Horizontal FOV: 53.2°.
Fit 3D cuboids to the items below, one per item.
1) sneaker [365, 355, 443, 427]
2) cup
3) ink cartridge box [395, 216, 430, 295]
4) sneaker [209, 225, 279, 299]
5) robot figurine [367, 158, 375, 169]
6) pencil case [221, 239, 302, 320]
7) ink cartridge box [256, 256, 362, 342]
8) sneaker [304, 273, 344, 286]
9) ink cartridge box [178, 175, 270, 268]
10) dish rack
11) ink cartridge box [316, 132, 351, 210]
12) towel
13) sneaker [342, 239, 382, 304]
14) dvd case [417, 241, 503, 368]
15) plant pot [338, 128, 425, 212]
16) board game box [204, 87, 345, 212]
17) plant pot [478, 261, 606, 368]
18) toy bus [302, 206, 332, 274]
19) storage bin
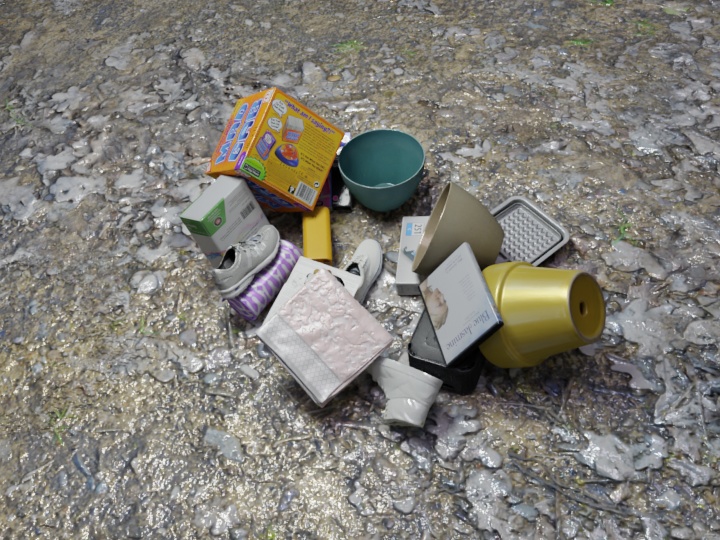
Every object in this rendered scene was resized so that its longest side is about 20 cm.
[{"bbox_3d":[0.055,0.230,1.362,0.200,0.074,0.116,15,79,48],"label":"sneaker"},{"bbox_3d":[0.208,-0.064,1.471,0.143,0.200,0.201,22,54,-3],"label":"cup"},{"bbox_3d":[0.173,-0.035,1.584,0.176,0.045,0.200,1,51,10],"label":"ink cartridge box"},{"bbox_3d":[-0.241,-0.034,1.520,0.075,0.082,0.200,-1,43,38],"label":"sneaker"},{"bbox_3d":[-0.061,-0.281,1.810,0.199,0.058,0.145,-4,53,4],"label":"robot figurine"},{"bbox_3d":[-0.208,0.016,1.571,0.085,0.084,0.200,37,59,-2],"label":"pencil case"},{"bbox_3d":[-0.100,0.085,1.495,0.161,0.050,0.200,19,69,23],"label":"ink cartridge box"},{"bbox_3d":[-0.069,0.093,1.417,0.090,0.066,0.201,-7,61,18],"label":"sneaker"},{"bbox_3d":[-0.283,-0.086,1.588,0.084,0.200,0.145,13,52,40],"label":"ink cartridge box"},{"bbox_3d":[0.336,-0.064,1.576,0.200,0.044,0.172,-35,59,-19],"label":"dish rack"},{"bbox_3d":[-0.070,-0.244,1.744,0.094,0.037,0.201,-2,76,6],"label":"ink cartridge box"},{"bbox_3d":[-0.070,0.124,1.361,0.191,0.032,0.200,-42,79,-11],"label":"towel"},{"bbox_3d":[0.000,0.000,1.563,0.073,0.071,0.200,8,52,15],"label":"sneaker"},{"bbox_3d":[0.181,0.063,1.337,0.018,0.143,0.200,19,39,-35],"label":"dvd case"},{"bbox_3d":[0.054,-0.216,1.691,0.199,0.135,0.200,-4,50,4],"label":"plant pot"},{"bbox_3d":[-0.197,-0.267,1.643,0.200,0.200,0.200,6,71,56],"label":"board game box"},{"bbox_3d":[0.334,0.076,1.323,0.189,0.201,0.201,-11,39,47],"label":"plant pot"},{"bbox_3d":[-0.095,-0.045,1.604,0.065,0.078,0.200,-2,50,-4],"label":"toy bus"},{"bbox_3d":[0.186,0.127,1.416,0.135,0.094,0.200,15,55,20],"label":"storage bin"}]
